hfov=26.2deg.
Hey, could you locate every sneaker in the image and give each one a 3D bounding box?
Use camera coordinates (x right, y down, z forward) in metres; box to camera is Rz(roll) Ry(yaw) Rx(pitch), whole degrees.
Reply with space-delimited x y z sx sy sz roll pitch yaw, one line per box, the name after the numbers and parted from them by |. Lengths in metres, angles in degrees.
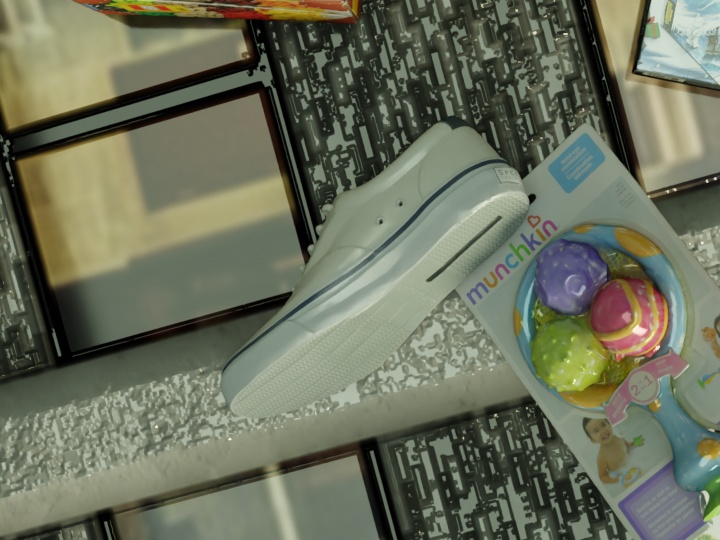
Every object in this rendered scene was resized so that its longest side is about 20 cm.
0.000 0.000 0.825 0.200 0.073 0.071 -39 56 12 | sneaker

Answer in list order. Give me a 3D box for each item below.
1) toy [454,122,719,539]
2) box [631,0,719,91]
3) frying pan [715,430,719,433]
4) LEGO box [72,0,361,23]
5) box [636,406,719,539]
0.126 0.037 0.779 0.115 0.047 0.201 -43 73 21 | toy
0.251 -0.151 0.800 0.198 0.040 0.138 12 95 5 | box
0.263 0.059 0.817 0.114 0.031 0.191 26 98 2 | frying pan
-0.070 -0.236 0.808 0.147 0.077 0.202 4 93 5 | LEGO box
0.173 0.121 0.821 0.038 0.041 0.202 -10 91 6 | box
